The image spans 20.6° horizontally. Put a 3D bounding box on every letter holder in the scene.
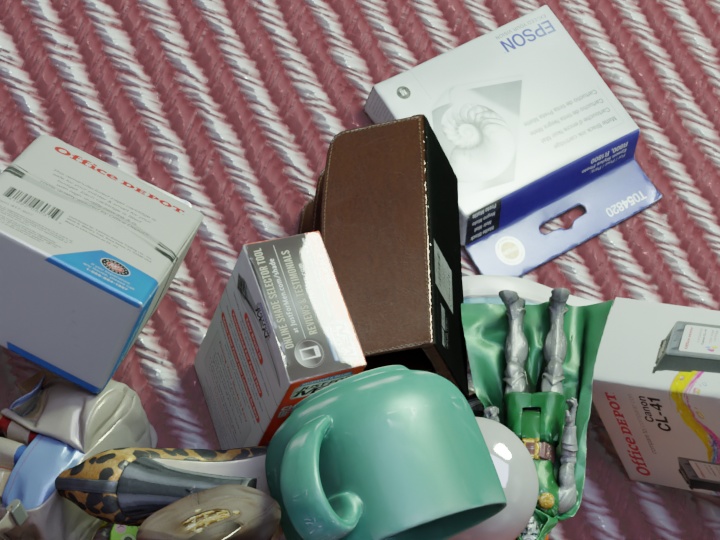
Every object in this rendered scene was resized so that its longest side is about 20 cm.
[{"bbox_3d":[0.000,0.000,1.534,0.141,0.101,0.201,-10,60,15],"label":"letter holder"}]

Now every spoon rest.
[{"bbox_3d":[0.043,0.189,1.449,0.200,0.061,0.100,-39,73,9],"label":"spoon rest"}]

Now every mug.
[{"bbox_3d":[0.012,0.130,1.339,0.151,0.185,0.115,-19,75,-9],"label":"mug"}]

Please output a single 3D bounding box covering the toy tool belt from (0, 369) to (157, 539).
[{"bbox_3d":[-0.247,0.154,1.425,0.122,0.125,0.200,13,50,32],"label":"toy tool belt"}]

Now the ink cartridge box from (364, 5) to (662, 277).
[{"bbox_3d":[0.136,-0.109,1.690,0.199,0.041,0.200,-28,74,-25],"label":"ink cartridge box"}]

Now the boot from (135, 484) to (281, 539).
[{"bbox_3d":[-0.154,0.209,1.311,0.185,0.200,0.065,-14,67,-21],"label":"boot"}]

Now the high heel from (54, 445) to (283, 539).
[{"bbox_3d":[-0.128,0.157,1.420,0.142,0.200,0.072,4,82,11],"label":"high heel"}]

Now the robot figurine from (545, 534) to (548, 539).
[{"bbox_3d":[0.134,0.268,1.455,0.199,0.117,0.144,-12,23,-20],"label":"robot figurine"}]

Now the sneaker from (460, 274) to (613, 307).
[{"bbox_3d":[0.135,0.060,1.585,0.199,0.074,0.082,10,59,-8],"label":"sneaker"}]

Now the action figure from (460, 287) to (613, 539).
[{"bbox_3d":[0.129,0.114,1.471,0.117,0.055,0.201,-4,69,15],"label":"action figure"}]

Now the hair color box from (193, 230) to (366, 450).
[{"bbox_3d":[-0.063,0.068,1.453,0.064,0.200,0.111,-12,68,-20],"label":"hair color box"}]

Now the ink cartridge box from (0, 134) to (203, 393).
[{"bbox_3d":[-0.214,-0.010,1.464,0.145,0.085,0.200,27,21,-1],"label":"ink cartridge box"}]

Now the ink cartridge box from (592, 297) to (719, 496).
[{"bbox_3d":[0.289,0.106,1.513,0.199,0.148,0.086,6,53,32],"label":"ink cartridge box"}]

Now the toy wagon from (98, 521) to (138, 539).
[{"bbox_3d":[-0.130,0.248,1.436,0.155,0.040,0.200,-28,74,-26],"label":"toy wagon"}]

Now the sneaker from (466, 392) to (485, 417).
[{"bbox_3d":[0.039,0.142,1.524,0.199,0.079,0.077,-12,53,-23],"label":"sneaker"}]
